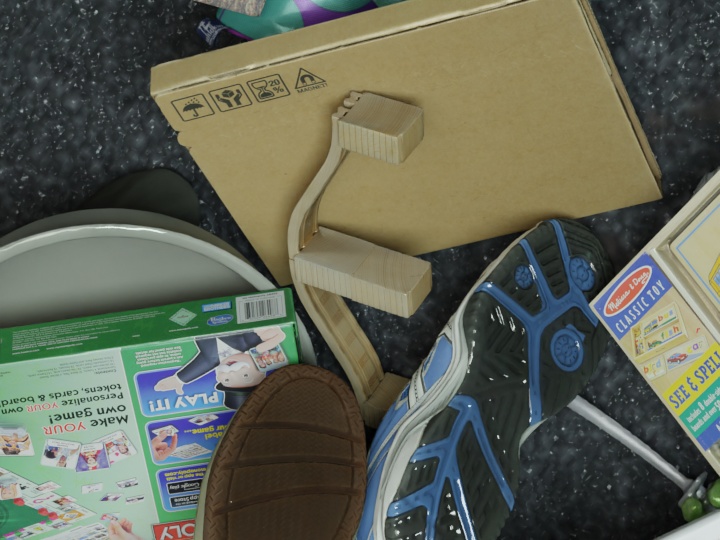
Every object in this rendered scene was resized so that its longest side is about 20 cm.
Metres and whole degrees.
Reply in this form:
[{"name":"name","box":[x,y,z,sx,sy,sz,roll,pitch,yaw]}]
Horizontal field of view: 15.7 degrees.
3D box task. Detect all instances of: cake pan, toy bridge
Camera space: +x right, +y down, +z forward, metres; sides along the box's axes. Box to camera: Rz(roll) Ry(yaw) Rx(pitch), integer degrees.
[{"name":"cake pan","box":[-0.120,0.049,1.258,0.199,0.037,0.201,-3,128,-3]},{"name":"toy bridge","box":[0.000,0.000,1.224,0.067,0.027,0.200,18,137,23]}]

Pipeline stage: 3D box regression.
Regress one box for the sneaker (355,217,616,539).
[{"name":"sneaker","box":[0.051,0.056,1.218,0.076,0.077,0.200,44,64,-18]}]

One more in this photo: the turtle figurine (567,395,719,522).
[{"name":"turtle figurine","box":[0.170,0.157,1.189,0.193,0.144,0.201,-5,98,16]}]

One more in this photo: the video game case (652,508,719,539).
[{"name":"video game case","box":[0.110,0.225,1.118,0.199,0.022,0.183,-25,87,-1]}]

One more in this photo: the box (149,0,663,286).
[{"name":"box","box":[0.025,-0.063,1.209,0.199,0.164,0.021,-13,53,15]}]

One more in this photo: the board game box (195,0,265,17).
[{"name":"board game box","box":[-0.112,-0.233,1.207,0.200,0.097,0.160,33,104,37]}]

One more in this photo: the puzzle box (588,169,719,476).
[{"name":"puzzle box","box":[0.203,0.003,1.149,0.133,0.025,0.200,53,126,18]}]

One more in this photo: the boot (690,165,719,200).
[{"name":"boot","box":[0.243,0.018,1.191,0.095,0.074,0.200,-36,85,22]}]

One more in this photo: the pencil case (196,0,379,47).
[{"name":"pencil case","box":[-0.003,-0.189,1.230,0.092,0.085,0.201,33,105,49]}]

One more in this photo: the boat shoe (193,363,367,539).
[{"name":"boat shoe","box":[-0.049,0.142,1.171,0.074,0.075,0.203,19,62,-9]}]

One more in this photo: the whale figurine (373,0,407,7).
[{"name":"whale figurine","box":[0.101,-0.157,1.168,0.199,0.159,0.104,-26,79,-4]}]

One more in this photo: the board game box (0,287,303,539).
[{"name":"board game box","box":[-0.121,0.082,1.241,0.199,0.029,0.135,-8,129,0]}]

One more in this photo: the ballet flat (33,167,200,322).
[{"name":"ballet flat","box":[-0.162,0.025,1.299,0.200,0.068,0.068,-42,79,14]}]
